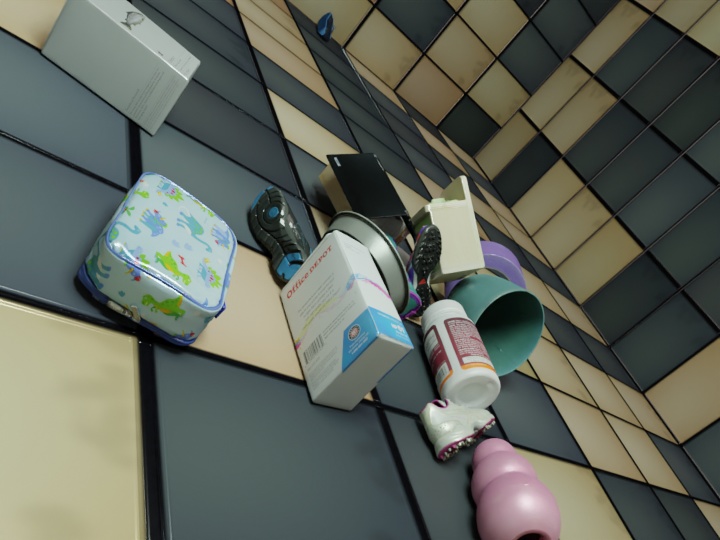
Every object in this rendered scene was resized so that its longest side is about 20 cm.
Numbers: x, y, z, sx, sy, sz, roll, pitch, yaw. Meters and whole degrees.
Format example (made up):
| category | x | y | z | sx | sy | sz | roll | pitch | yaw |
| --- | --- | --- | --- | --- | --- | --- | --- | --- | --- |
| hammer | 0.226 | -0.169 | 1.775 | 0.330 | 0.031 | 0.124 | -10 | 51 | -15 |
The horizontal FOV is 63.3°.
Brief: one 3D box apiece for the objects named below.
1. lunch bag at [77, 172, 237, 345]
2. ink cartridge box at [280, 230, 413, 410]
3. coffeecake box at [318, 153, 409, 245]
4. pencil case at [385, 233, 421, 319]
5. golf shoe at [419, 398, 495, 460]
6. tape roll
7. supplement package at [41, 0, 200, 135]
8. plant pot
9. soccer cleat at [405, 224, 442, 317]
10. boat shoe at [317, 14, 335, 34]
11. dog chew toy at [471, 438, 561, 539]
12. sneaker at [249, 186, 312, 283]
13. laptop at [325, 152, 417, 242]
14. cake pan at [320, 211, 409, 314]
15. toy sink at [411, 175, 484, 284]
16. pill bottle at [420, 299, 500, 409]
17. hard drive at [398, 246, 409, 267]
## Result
| category | x | y | z | sx | sy | sz | roll | pitch | yaw |
| --- | --- | --- | --- | --- | --- | --- | --- | --- | --- |
| lunch bag | -0.229 | -0.015 | 0.701 | 0.159 | 0.083 | 0.202 | 35 | 25 | -24 |
| ink cartridge box | -0.027 | 0.069 | 0.843 | 0.083 | 0.145 | 0.203 | 22 | 32 | -42 |
| coffeecake box | 0.016 | -0.154 | 1.322 | 0.197 | 0.073 | 0.156 | 19 | 35 | -50 |
| pencil case | 0.056 | 0.011 | 1.171 | 0.093 | 0.083 | 0.203 | 53 | 12 | -40 |
| golf shoe | 0.166 | 0.251 | 0.989 | 0.092 | 0.076 | 0.198 | 52 | 21 | 23 |
| tape roll | 0.299 | 0.040 | 1.415 | 0.199 | 0.200 | 0.085 | 41 | 22 | -11 |
| supplement package | -0.377 | -0.342 | 0.938 | 0.198 | 0.117 | 0.118 | 36 | 24 | -23 |
| plant pot | 0.278 | 0.103 | 1.290 | 0.198 | 0.204 | 0.161 | 30 | 7 | -32 |
| soccer cleat | 0.118 | -0.006 | 1.199 | 0.066 | 0.206 | 0.073 | -9 | 32 | -25 |
| boat shoe | -0.162 | -1.131 | 2.727 | 0.069 | 0.082 | 0.204 | 49 | 38 | -37 |
| dog chew toy | 0.223 | 0.339 | 0.891 | 0.123 | 0.125 | 0.201 | 37 | 15 | -19 |
| sneaker | -0.129 | -0.051 | 0.985 | 0.082 | 0.072 | 0.204 | 41 | 22 | -58 |
| laptop | 0.029 | -0.145 | 1.225 | 0.181 | 0.101 | 0.201 | 65 | 2 | 30 |
| cake pan | 0.000 | 0.000 | 0.987 | 0.036 | 0.201 | 0.202 | -34 | 78 | -31 |
| toy sink | 0.176 | -0.085 | 1.267 | 0.108 | 0.130 | 0.207 | -7 | 81 | -16 |
| pill bottle | 0.183 | 0.160 | 1.115 | 0.113 | 0.114 | 0.203 | 31 | 27 | -31 |
| hard drive | 0.053 | -0.045 | 1.341 | 0.198 | 0.026 | 0.133 | 39 | 23 | -20 |
